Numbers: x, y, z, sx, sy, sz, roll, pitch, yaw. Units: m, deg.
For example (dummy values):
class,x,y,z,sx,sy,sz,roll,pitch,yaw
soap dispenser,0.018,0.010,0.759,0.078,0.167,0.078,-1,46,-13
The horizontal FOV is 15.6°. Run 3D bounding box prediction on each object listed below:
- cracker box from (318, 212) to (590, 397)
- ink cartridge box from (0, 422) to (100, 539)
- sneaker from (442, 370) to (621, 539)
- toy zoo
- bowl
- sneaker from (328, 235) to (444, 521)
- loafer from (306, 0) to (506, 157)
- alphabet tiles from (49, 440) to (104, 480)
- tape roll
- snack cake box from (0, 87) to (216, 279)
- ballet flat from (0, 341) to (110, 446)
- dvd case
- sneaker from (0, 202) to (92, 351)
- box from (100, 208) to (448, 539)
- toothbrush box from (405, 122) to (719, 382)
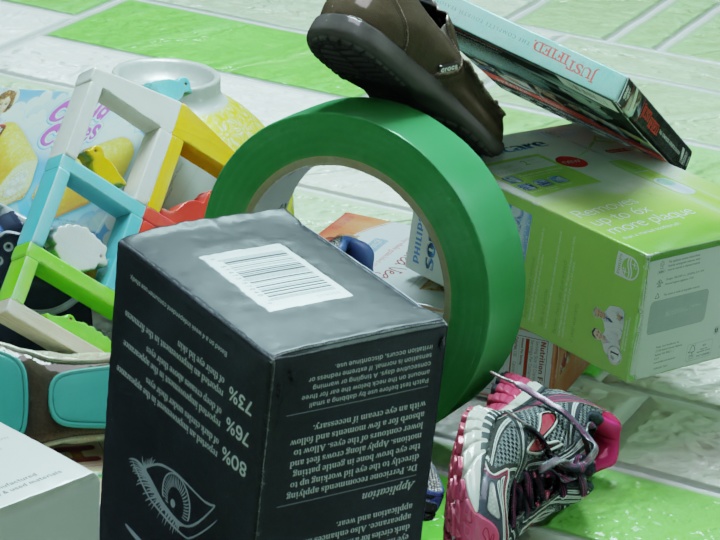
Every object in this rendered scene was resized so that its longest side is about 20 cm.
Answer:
class,x,y,z,sx,sy,sz,roll,pitch,yaw
cracker box,0.054,0.023,1.711,0.198,0.058,0.134,13,22,18
ink cartridge box,-0.216,0.136,1.230,0.199,0.148,0.083,21,28,40
sneaker,0.094,0.108,1.465,0.074,0.081,0.200,12,21,14
toy zoo,-0.136,-0.031,1.592,0.131,0.201,0.020,33,-29,-29
bowl,-0.144,-0.091,1.903,0.198,0.109,0.200,4,21,-1
sneaker,-0.001,0.057,1.464,0.075,0.079,0.201,15,35,-42
loafer,0.041,-0.126,1.567,0.073,0.071,0.200,14,-13,28
alphabet tiles,-0.104,0.135,1.454,0.166,0.008,0.200,-4,23,-20
tape roll,0.000,0.000,1.557,0.199,0.202,0.048,15,22,27
snack cake box,-0.189,-0.053,1.712,0.199,0.116,0.067,6,-28,46
ballet flat,-0.187,0.077,1.522,0.198,0.068,0.062,5,-10,-6
dvd case,0.126,-0.119,1.662,0.145,0.022,0.200,28,0,22
sneaker,-0.256,0.020,1.581,0.198,0.109,0.070,-5,22,-22
box,-0.048,0.093,1.292,0.104,0.201,0.148,-11,30,-33
toothbrush box,0.149,-0.016,1.638,0.145,0.087,0.199,-11,26,-40
